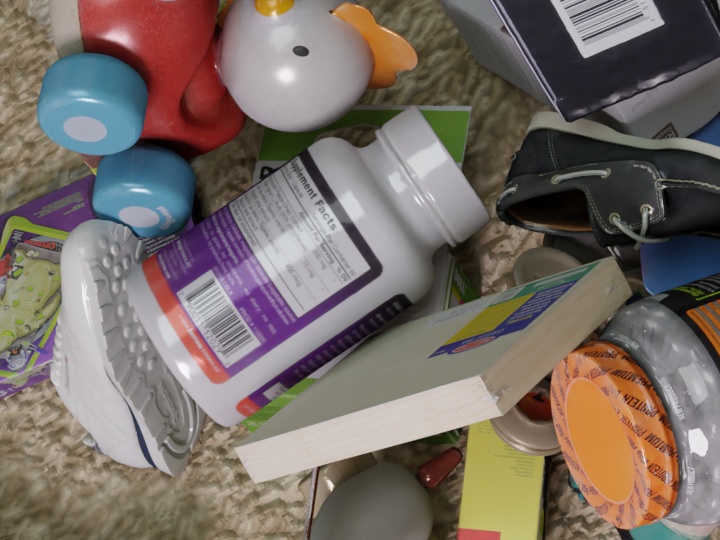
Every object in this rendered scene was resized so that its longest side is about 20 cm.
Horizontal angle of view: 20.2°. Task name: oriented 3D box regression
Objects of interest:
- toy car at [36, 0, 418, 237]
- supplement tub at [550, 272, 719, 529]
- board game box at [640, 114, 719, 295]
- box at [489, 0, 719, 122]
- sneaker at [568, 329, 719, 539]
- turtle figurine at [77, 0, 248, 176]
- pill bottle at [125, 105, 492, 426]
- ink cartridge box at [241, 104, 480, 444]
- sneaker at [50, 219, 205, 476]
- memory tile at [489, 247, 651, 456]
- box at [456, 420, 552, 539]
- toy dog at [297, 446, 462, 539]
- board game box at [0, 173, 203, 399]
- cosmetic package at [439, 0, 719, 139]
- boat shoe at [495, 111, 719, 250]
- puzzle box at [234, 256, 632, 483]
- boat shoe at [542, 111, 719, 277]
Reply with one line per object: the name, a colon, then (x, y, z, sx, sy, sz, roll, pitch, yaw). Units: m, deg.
toy car: (-0.067, -0.139, 1.194, 0.199, 0.177, 0.185, -4, 59, 13)
supplement tub: (0.208, 0.058, 1.063, 0.199, 0.123, 0.123, -17, 62, -19)
board game box: (0.261, -0.002, 1.186, 0.200, 0.039, 0.158, 41, 80, 13)
box: (0.121, -0.211, 1.142, 0.104, 0.148, 0.200, -23, 39, 17)
sneaker: (0.145, 0.092, 1.194, 0.080, 0.071, 0.200, -56, 38, 33)
turtle figurine: (-0.123, -0.130, 1.343, 0.161, 0.064, 0.200, -38, 38, 8)
pill bottle: (-0.027, -0.007, 1.185, 0.200, 0.111, 0.112, -34, 63, 3)
ink cartridge box: (0.000, 0.000, 1.280, 0.147, 0.076, 0.201, 2, 67, 21)
sneaker: (-0.160, 0.050, 1.255, 0.080, 0.201, 0.076, 11, 45, 24)
memory tile: (0.174, 0.064, 1.150, 0.199, 0.017, 0.154, 17, 45, -2)
box: (0.081, 0.167, 1.186, 0.050, 0.075, 0.201, 5, 74, 10)
toy dog: (0.009, 0.151, 1.154, 0.096, 0.132, 0.200, -42, 18, 19)
board game box: (-0.197, 0.004, 1.374, 0.199, 0.032, 0.120, -23, 61, 12)
cosmetic package: (0.142, -0.150, 1.238, 0.102, 0.074, 0.200, -43, 37, -7)
boat shoe: (0.161, -0.036, 1.130, 0.200, 0.072, 0.068, 15, 64, 45)
puzzle box: (0.037, 0.055, 1.087, 0.200, 0.133, 0.025, -20, 102, 47)
boat shoe: (0.196, -0.060, 1.236, 0.200, 0.068, 0.072, -35, 98, 1)
